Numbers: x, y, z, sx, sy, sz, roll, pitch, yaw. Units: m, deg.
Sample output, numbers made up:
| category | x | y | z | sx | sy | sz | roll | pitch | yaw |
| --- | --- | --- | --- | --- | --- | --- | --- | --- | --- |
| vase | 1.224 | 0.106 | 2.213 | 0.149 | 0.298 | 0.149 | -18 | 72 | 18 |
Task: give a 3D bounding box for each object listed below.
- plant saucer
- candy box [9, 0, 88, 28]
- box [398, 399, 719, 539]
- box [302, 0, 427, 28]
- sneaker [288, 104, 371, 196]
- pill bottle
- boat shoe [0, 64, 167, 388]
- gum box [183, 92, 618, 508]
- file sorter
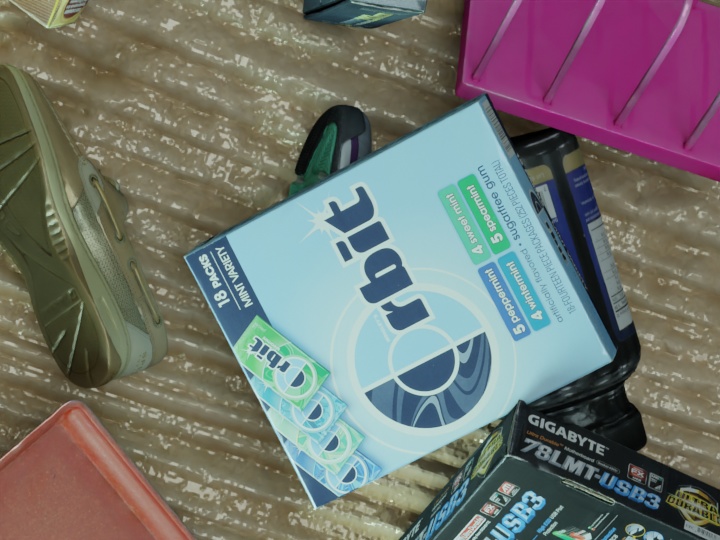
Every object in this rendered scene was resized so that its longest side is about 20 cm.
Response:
| category | x | y | z | sx | sy | sz | roll | pitch | yaw |
| --- | --- | --- | --- | --- | --- | --- | --- | --- | --- |
| plant saucer | -0.192 | 0.202 | 1.645 | 0.199 | 0.037 | 0.200 | -41 | 117 | -8 |
| candy box | -0.168 | -0.256 | 1.616 | 0.115 | 0.055 | 0.201 | 35 | 102 | 5 |
| box | 0.134 | 0.182 | 1.660 | 0.197 | 0.200 | 0.050 | 25 | 47 | -9 |
| box | 0.013 | -0.248 | 1.638 | 0.051 | 0.158 | 0.202 | 8 | 91 | -10 |
| sneaker | 0.000 | 0.000 | 1.693 | 0.087 | 0.074 | 0.202 | 5 | 101 | -21 |
| pill bottle | 0.106 | 0.022 | 1.685 | 0.111 | 0.112 | 0.201 | -18 | 94 | -10 |
| boat shoe | -0.175 | -0.030 | 1.659 | 0.064 | 0.071 | 0.201 | -17 | 86 | -45 |
| gum box | 0.024 | 0.018 | 1.618 | 0.199 | 0.045 | 0.171 | -27 | 94 | 13 |
| file sorter | 0.175 | -0.163 | 1.658 | 0.199 | 0.126 | 0.140 | 17 | 48 | -11 |
